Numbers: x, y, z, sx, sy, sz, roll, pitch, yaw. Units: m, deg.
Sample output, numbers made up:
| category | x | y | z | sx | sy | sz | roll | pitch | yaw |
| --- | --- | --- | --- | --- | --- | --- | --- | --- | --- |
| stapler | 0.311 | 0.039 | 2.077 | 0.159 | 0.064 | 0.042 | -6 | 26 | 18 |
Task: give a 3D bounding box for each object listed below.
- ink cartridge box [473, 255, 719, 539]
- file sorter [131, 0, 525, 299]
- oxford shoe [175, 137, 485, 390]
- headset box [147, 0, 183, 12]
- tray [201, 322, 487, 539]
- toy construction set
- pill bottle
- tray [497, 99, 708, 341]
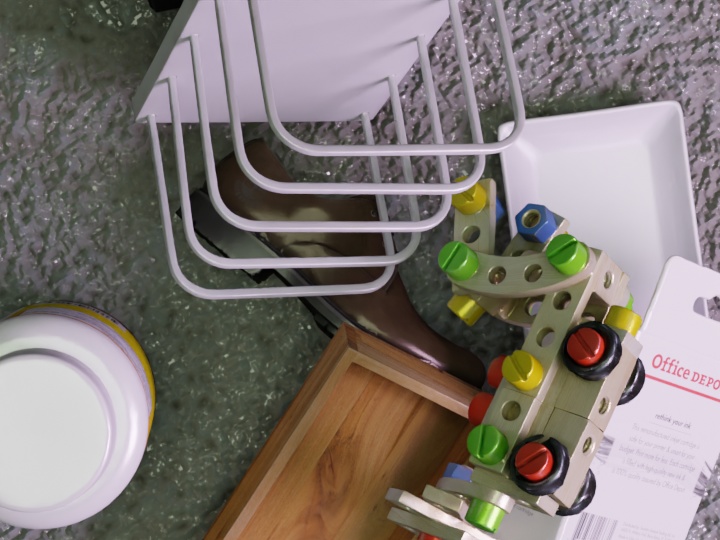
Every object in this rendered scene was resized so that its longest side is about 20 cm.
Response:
| category | x | y | z | sx | sy | sz | roll | pitch | yaw |
| --- | --- | --- | --- | --- | --- | --- | --- | --- | --- |
| ink cartridge box | 0.138 | 0.087 | 1.199 | 0.116 | 0.067 | 0.200 | 20 | 92 | -47 |
| file sorter | -0.019 | -0.076 | 1.116 | 0.139 | 0.200 | 0.125 | -2 | 69 | -21 |
| oxford shoe | 0.000 | 0.000 | 1.235 | 0.200 | 0.073 | 0.084 | 40 | 85 | -5 |
| headset box | -0.080 | -0.232 | 1.169 | 0.093 | 0.174 | 0.200 | -8 | 94 | -4 |
| tray | -0.018 | 0.134 | 1.217 | 0.099 | 0.037 | 0.200 | 27 | 109 | -17 |
| toy construction set | 0.074 | 0.059 | 1.121 | 0.131 | 0.092 | 0.200 | 17 | 91 | 36 |
| pill bottle | -0.164 | 0.074 | 1.162 | 0.109 | 0.200 | 0.109 | 0 | 92 | -3 |
| tray | 0.142 | 0.008 | 1.268 | 0.107 | 0.022 | 0.200 | -8 | 93 | -4 |
